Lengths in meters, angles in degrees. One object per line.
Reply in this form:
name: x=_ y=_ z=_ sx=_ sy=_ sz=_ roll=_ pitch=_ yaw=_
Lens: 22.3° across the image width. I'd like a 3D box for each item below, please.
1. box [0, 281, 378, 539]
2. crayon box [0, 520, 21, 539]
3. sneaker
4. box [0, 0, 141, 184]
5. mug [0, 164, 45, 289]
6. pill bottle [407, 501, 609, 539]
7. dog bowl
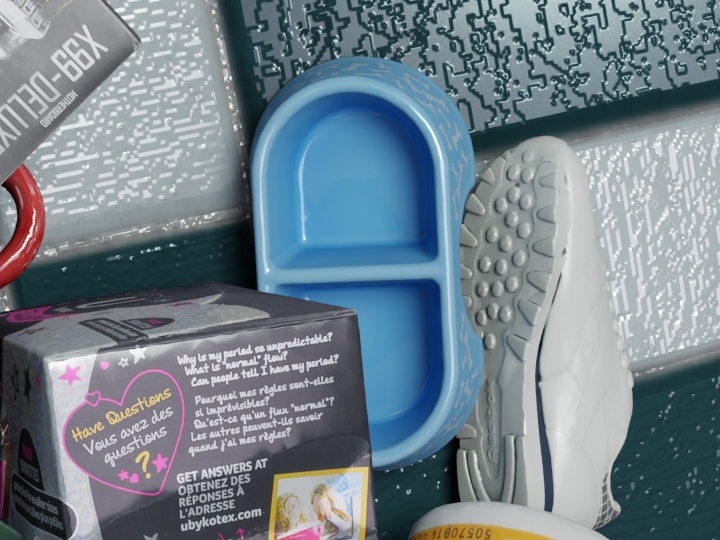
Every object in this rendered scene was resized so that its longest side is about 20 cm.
box: x=-0.088 y=0.071 z=0.778 sx=0.131 sy=0.200 sz=0.116 roll=-8 pitch=94 yaw=-20
crayon box: x=-0.249 y=0.091 z=0.717 sx=0.126 sy=0.198 sz=0.052 roll=48 pitch=52 yaw=-47
sneaker: x=0.096 y=0.034 z=0.913 sx=0.080 sy=0.076 sz=0.202 roll=-1 pitch=99 yaw=-31
box: x=-0.205 y=-0.074 z=0.674 sx=0.200 sy=0.050 sz=0.158 roll=-45 pitch=111 yaw=-1
mug: x=-0.230 y=-0.066 z=0.741 sx=0.199 sy=0.178 sz=0.134 roll=-26 pitch=145 yaw=-13
pill bottle: x=0.056 y=0.218 z=0.833 sx=0.116 sy=0.116 sz=0.201 roll=27 pitch=61 yaw=-20
dog bowl: x=0.000 y=0.000 z=0.863 sx=0.110 sy=0.050 sz=0.202 roll=-2 pitch=95 yaw=7
